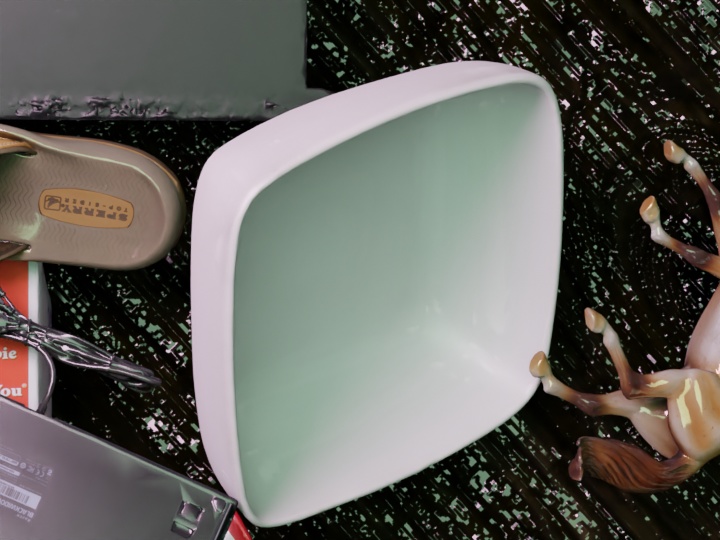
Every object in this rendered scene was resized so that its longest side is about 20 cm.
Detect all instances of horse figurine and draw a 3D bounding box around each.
[{"bbox_3d":[0.169,0.034,1.197,0.132,0.050,0.200,36,76,-17],"label":"horse figurine"}]

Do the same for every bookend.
[{"bbox_3d":[-0.108,-0.171,1.173,0.198,0.092,0.201,0,94,-2],"label":"bookend"}]

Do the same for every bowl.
[{"bbox_3d":[0.000,0.000,1.135,0.199,0.075,0.200,-21,128,-32],"label":"bowl"}]

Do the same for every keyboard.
[{"bbox_3d":[-0.151,0.078,1.104,0.199,0.021,0.127,24,71,2],"label":"keyboard"}]

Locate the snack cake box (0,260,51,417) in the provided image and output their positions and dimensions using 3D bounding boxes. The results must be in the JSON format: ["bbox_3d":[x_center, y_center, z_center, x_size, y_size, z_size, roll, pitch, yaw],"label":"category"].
[{"bbox_3d":[-0.249,0.057,1.160,0.199,0.067,0.115,-3,61,-2],"label":"snack cake box"}]

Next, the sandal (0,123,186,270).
[{"bbox_3d":[-0.181,-0.030,1.121,0.199,0.054,0.081,6,115,-2],"label":"sandal"}]

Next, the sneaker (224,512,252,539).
[{"bbox_3d":[-0.128,0.149,1.185,0.199,0.078,0.116,26,69,-1],"label":"sneaker"}]
